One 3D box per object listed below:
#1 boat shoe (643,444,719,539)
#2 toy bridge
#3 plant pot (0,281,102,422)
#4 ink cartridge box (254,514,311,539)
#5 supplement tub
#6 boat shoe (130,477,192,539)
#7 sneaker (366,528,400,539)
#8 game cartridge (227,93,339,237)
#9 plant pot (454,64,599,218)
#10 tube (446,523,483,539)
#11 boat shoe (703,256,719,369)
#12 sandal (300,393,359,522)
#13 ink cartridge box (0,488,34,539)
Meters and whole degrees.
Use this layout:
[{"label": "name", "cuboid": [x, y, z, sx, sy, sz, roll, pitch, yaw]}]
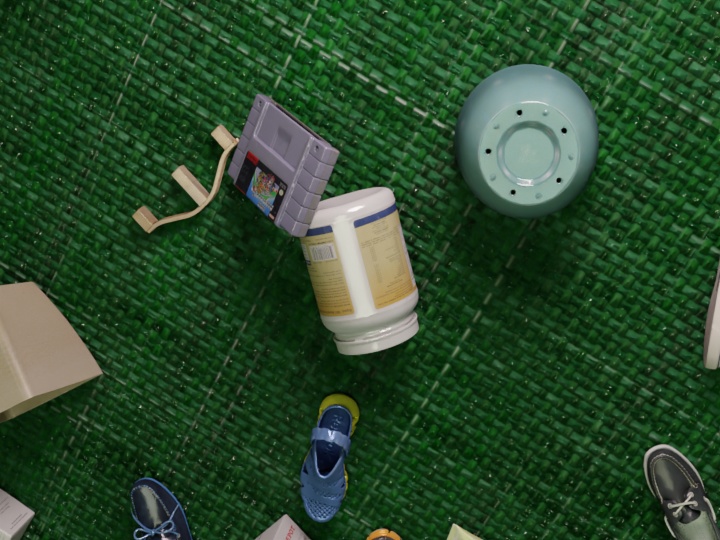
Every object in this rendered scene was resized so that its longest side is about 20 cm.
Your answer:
[{"label": "boat shoe", "cuboid": [0.472, 0.346, 1.265, 0.075, 0.060, 0.202, -32, 97, 15]}, {"label": "toy bridge", "cuboid": [-0.245, -0.124, 1.292, 0.199, 0.027, 0.067, -42, 96, 16]}, {"label": "plant pot", "cuboid": [-0.548, 0.129, 1.329, 0.197, 0.200, 0.180, -26, 87, 14]}, {"label": "ink cartridge box", "cuboid": [-0.091, 0.501, 1.355, 0.084, 0.146, 0.200, -42, 94, 16]}, {"label": "supplement tub", "cuboid": [0.000, 0.000, 1.219, 0.142, 0.145, 0.204, -12, 101, 12]}, {"label": "boat shoe", "cuboid": [-0.309, 0.429, 1.415, 0.083, 0.069, 0.202, -28, 97, 15]}, {"label": "sneaker", "cuboid": [0.080, 0.492, 1.360, 0.199, 0.077, 0.079, 40, 105, -3]}, {"label": "game cartridge", "cuboid": [-0.112, -0.144, 1.196, 0.200, 0.038, 0.131, 42, 110, 45]}, {"label": "plant pot", "cuboid": [0.215, -0.158, 1.135, 0.196, 0.161, 0.205, 2, 104, 8]}, {"label": "tube", "cuboid": [0.220, 0.458, 1.346, 0.197, 0.052, 0.059, 21, 65, 8]}, {"label": "boat shoe", "cuboid": [0.519, 0.040, 1.174, 0.091, 0.075, 0.204, 10, 104, 15]}, {"label": "sandal", "cuboid": [-0.053, 0.292, 1.330, 0.078, 0.087, 0.204, 9, 107, 5]}, {"label": "ink cartridge box", "cuboid": [-0.669, 0.417, 1.465, 0.198, 0.084, 0.146, 34, 106, 0]}]
